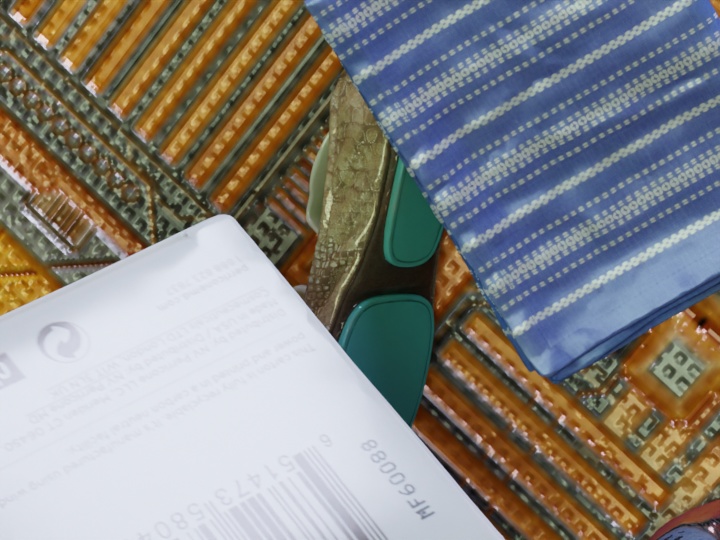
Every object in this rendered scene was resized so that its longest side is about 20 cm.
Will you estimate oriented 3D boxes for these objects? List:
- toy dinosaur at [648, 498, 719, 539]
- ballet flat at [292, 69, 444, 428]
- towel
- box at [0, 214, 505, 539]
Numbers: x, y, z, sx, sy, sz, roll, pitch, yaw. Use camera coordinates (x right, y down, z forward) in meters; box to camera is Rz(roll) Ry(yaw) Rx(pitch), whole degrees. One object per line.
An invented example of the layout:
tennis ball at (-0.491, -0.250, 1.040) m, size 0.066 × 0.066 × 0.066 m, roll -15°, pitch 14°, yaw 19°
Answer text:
toy dinosaur at (0.127, 0.148, 1.003) m, size 0.180 × 0.105 × 0.201 m, roll -4°, pitch 54°, yaw 33°
ballet flat at (0.000, 0.000, 1.028) m, size 0.065 × 0.070 × 0.202 m, roll 21°, pitch 100°, yaw 43°
towel at (0.085, -0.064, 0.962) m, size 0.144 × 0.024 × 0.201 m, roll -30°, pitch 108°, yaw 11°
box at (-0.089, 0.126, 0.945) m, size 0.200 × 0.198 × 0.172 m, roll 49°, pitch 144°, yaw 22°
